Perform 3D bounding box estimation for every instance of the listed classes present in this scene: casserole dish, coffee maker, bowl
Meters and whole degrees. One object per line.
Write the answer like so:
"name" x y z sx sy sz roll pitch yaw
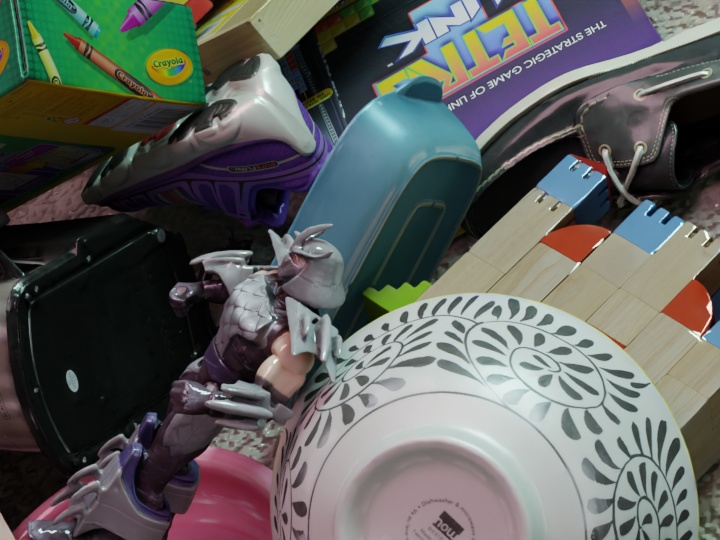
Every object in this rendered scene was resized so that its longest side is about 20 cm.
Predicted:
"casserole dish" 0.000 0.000 1.389 0.039 0.121 0.200 34 103 23
"coffee maker" -0.190 0.040 1.484 0.200 0.192 0.135 -2 86 35
"bowl" 0.042 0.111 1.233 0.201 0.094 0.201 0 91 16

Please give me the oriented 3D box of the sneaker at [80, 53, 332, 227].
"sneaker" -0.081 -0.051 1.495 0.081 0.083 0.200 -51 18 -22

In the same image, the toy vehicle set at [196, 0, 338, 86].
"toy vehicle set" -0.056 -0.146 1.549 0.124 0.027 0.200 -47 14 -24

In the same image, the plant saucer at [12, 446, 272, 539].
"plant saucer" -0.102 0.180 1.365 0.200 0.051 0.201 -15 48 17

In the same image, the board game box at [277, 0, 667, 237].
"board game box" 0.057 -0.107 1.512 0.200 0.057 0.165 -29 43 6

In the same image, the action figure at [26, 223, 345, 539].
"action figure" -0.070 0.054 1.299 0.200 0.069 0.130 -52 13 21

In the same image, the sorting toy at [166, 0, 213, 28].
"sorting toy" -0.123 -0.168 1.599 0.199 0.070 0.200 -47 14 -24

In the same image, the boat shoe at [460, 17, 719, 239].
"boat shoe" 0.137 -0.065 1.418 0.200 0.072 0.068 -24 41 8

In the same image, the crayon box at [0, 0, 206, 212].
"crayon box" -0.190 -0.082 1.451 0.200 0.119 0.058 -24 70 41

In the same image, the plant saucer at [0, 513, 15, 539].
"plant saucer" -0.281 0.123 1.412 0.200 0.037 0.200 -42 70 29

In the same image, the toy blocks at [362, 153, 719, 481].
"toy blocks" 0.122 0.028 1.344 0.200 0.100 0.137 33 65 32
